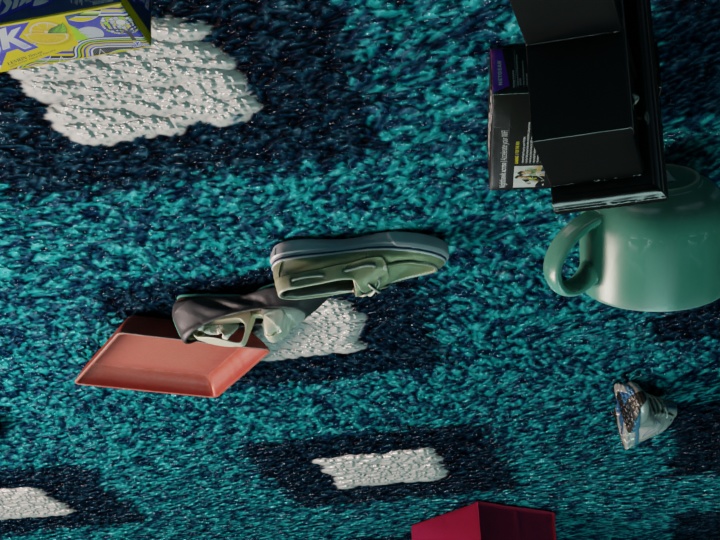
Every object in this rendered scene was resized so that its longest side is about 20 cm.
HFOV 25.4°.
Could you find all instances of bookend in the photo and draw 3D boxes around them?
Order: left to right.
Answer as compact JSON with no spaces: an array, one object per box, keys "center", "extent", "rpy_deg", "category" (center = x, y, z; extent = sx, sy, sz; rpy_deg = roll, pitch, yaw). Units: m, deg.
[{"center":[0.167,-0.176,1.194],"extent":[0.092,0.199,0.200],"rpy_deg":[-7,156,15],"category":"bookend"}]

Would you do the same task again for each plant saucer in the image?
[{"center":[-0.242,0.108,2.035],"extent":[0.199,0.037,0.200],"rpy_deg":[7,155,-24],"category":"plant saucer"}]

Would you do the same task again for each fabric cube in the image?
[{"center":[0.234,0.551,2.943],"extent":[0.200,0.197,0.199],"rpy_deg":[15,150,-34],"category":"fabric cube"}]

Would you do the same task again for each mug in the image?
[{"center":[0.286,-0.035,1.587],"extent":[0.152,0.115,0.185],"rpy_deg":[12,-154,34],"category":"mug"}]

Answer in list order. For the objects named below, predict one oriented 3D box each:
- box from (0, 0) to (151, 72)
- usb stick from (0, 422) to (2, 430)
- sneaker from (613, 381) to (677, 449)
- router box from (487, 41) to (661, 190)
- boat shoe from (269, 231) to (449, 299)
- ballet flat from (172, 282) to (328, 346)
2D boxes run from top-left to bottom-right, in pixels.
[{"center":[-0.269,-0.203,1.255],"extent":[0.199,0.065,0.070],"rpy_deg":[-7,157,12],"category":"box"},{"center":[-0.575,0.256,2.354],"extent":[0.055,0.033,0.200],"rpy_deg":[0,158,-25],"category":"usb stick"},{"center":[0.415,0.199,2.305],"extent":[0.086,0.075,0.200],"rpy_deg":[-15,162,3],"category":"sneaker"},{"center":[0.193,-0.139,1.476],"extent":[0.149,0.051,0.200],"rpy_deg":[-2,157,3],"category":"router box"},{"center":[0.000,0.000,1.770],"extent":[0.199,0.062,0.072],"rpy_deg":[-4,157,0],"category":"boat shoe"},{"center":[-0.125,0.055,1.881],"extent":[0.199,0.073,0.073],"rpy_deg":[-7,157,10],"category":"ballet flat"}]
